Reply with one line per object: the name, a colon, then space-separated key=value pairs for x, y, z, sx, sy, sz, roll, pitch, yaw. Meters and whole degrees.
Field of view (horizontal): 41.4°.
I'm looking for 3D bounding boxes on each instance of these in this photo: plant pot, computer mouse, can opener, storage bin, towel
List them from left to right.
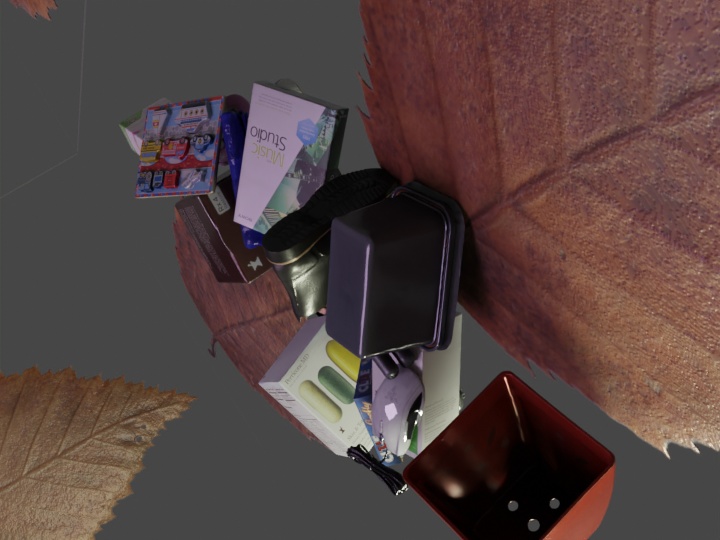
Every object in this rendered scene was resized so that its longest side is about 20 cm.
towel: x=-0.168 y=-0.137 z=1.447 sx=0.148 sy=0.048 sz=0.205 roll=-135 pitch=34 yaw=-86
can opener: x=0.002 y=0.064 z=1.305 sx=0.201 sy=0.053 sz=0.067 roll=53 pitch=171 yaw=22
storage bin: x=0.027 y=0.004 z=1.173 sx=0.145 sy=0.132 sz=0.204 roll=31 pitch=125 yaw=44
computer mouse: x=0.036 y=0.217 z=1.314 sx=0.109 sy=0.043 sz=0.203 roll=38 pitch=131 yaw=34
plant pot: x=0.206 y=0.295 z=1.229 sx=0.199 sy=0.199 sz=0.177 roll=38 pitch=165 yaw=42

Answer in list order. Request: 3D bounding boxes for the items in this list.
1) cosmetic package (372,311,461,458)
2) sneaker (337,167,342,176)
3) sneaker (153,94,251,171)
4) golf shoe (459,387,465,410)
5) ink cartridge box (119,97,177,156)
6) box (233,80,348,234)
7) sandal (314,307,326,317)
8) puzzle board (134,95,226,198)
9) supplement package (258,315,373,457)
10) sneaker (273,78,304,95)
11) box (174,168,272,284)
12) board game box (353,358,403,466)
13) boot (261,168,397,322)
cosmetic package: x=0.078 y=0.147 z=1.339 sx=0.107 sy=0.084 sz=0.204 roll=19 pitch=119 yaw=45
sneaker: x=-0.087 y=-0.115 z=1.434 sx=0.071 sy=0.093 sz=0.199 roll=58 pitch=161 yaw=-6
sneaker: x=-0.252 y=-0.201 z=1.582 sx=0.081 sy=0.198 sz=0.089 roll=54 pitch=179 yaw=27
golf shoe: x=0.071 y=0.149 z=1.460 sx=0.201 sy=0.094 sz=0.078 roll=53 pitch=162 yaw=16
ink cartridge box: x=-0.384 y=-0.267 z=1.885 sx=0.199 sy=0.116 sz=0.068 roll=34 pitch=152 yaw=50
box: x=-0.098 y=-0.141 z=1.300 sx=0.142 sy=0.036 sz=0.204 roll=22 pitch=113 yaw=27
sandal: x=-0.052 y=0.073 z=1.695 sx=0.202 sy=0.054 sz=0.081 roll=59 pitch=162 yaw=-8
puzzle board: x=-0.291 y=-0.195 z=1.515 sx=0.197 sy=0.017 sz=0.154 roll=1 pitch=83 yaw=41
supplement package: x=-0.047 y=0.204 z=1.669 sx=0.200 sy=0.153 sz=0.150 roll=43 pitch=162 yaw=-10
sneaker: x=-0.125 y=-0.218 z=1.404 sx=0.201 sy=0.077 sz=0.078 roll=109 pitch=143 yaw=-59
box: x=-0.193 y=-0.089 z=1.625 sx=0.168 sy=0.163 sz=0.199 roll=61 pitch=160 yaw=-12
board game box: x=0.038 y=0.189 z=1.510 sx=0.201 sy=0.034 sz=0.137 roll=-77 pitch=-32 yaw=-59
boot: x=-0.031 y=-0.035 z=1.261 sx=0.077 sy=0.198 sz=0.140 roll=44 pitch=159 yaw=44
